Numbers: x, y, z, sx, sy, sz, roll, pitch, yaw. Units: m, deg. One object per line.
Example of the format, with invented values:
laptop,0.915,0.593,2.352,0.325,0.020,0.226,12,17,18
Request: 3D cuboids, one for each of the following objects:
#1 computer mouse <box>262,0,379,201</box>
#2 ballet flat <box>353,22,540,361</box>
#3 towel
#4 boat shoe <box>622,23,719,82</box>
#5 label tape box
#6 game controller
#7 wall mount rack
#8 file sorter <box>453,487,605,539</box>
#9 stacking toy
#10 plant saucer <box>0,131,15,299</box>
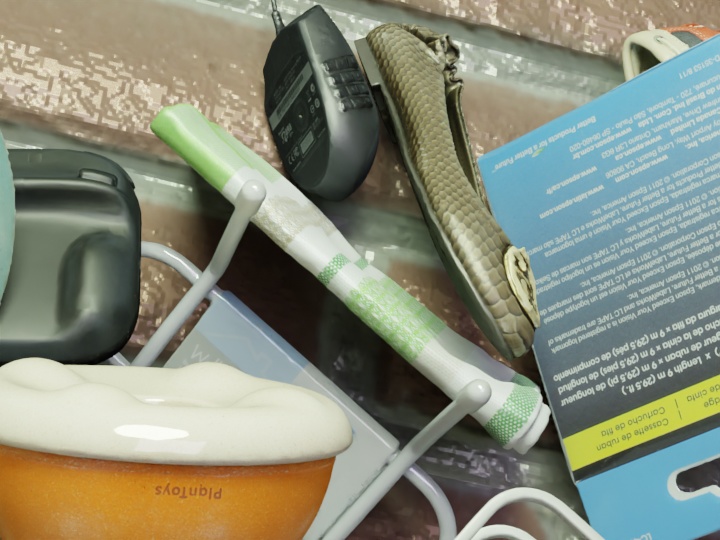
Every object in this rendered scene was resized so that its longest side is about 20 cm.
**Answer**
computer mouse,-0.030,-0.123,1.023,0.034,0.059,0.201,-5,68,-28
ballet flat,0.045,-0.043,0.975,0.046,0.068,0.201,-21,47,0
towel,0.000,0.000,0.935,0.200,0.149,0.031,42,90,2
boat shoe,0.179,-0.028,1.031,0.062,0.071,0.201,0,63,-34
label tape box,0.149,0.015,0.970,0.066,0.143,0.201,4,65,-56
game controller,-0.188,-0.004,0.876,0.199,0.042,0.105,-1,60,-3
wall mount rack,-0.034,0.054,0.894,0.200,0.174,0.075,41,28,2
file sorter,0.045,0.190,0.848,0.124,0.200,0.139,42,65,7
stacking toy,-0.082,0.137,0.798,0.145,0.146,0.201,4,93,-14
plant saucer,-0.229,-0.023,0.813,0.200,0.039,0.202,1,85,-10
